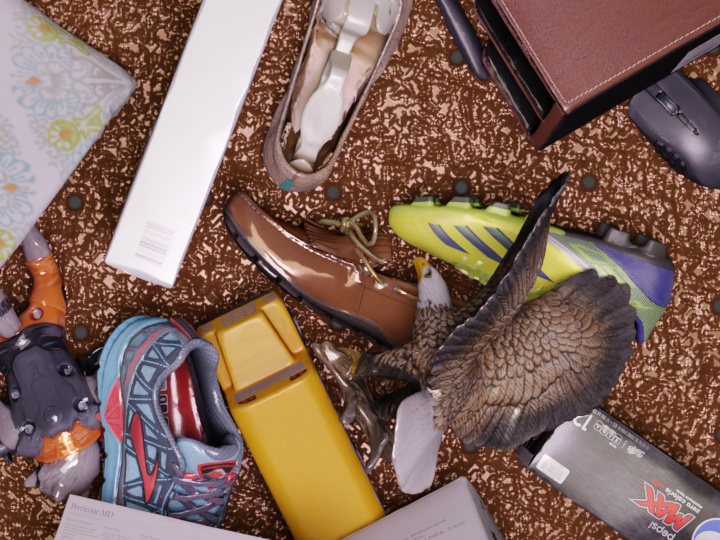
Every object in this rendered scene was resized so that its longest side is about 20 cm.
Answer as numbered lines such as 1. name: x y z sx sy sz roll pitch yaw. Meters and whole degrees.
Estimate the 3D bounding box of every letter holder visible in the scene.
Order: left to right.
1. letter holder: 0.170 -0.196 1.644 0.199 0.101 0.143 -30 84 -11

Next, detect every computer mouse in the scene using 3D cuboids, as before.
1. computer mouse: 0.189 -0.134 1.697 0.200 0.034 0.059 45 92 -4

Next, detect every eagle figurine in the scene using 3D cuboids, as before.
1. eagle figurine: 0.075 0.042 1.600 0.199 0.152 0.152 -23 89 7

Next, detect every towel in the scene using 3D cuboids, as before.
1. towel: -0.265 -0.101 1.632 0.171 0.048 0.200 36 59 -6

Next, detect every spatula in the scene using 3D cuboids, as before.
1. spatula: 0.047 -0.220 1.684 0.020 0.057 0.201 -15 103 26

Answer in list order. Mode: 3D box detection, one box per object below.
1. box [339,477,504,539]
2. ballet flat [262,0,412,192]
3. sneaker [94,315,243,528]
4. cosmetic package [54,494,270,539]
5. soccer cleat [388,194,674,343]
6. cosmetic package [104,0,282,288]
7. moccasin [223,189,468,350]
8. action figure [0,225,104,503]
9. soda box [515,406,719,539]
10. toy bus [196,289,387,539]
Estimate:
1. box: 0.034 0.279 1.631 0.199 0.131 0.199 -28 118 4
2. ballet flat: -0.009 -0.145 1.670 0.068 0.067 0.201 18 92 -4
3. sneaker: -0.119 0.131 1.618 0.079 0.095 0.201 -13 99 -39
4. cosmetic package: -0.099 0.202 1.550 0.199 0.051 0.083 11 72 23
5. soccer cleat: 0.113 -0.001 1.687 0.199 0.065 0.084 13 95 -4
6. cosmetic package: -0.107 -0.094 1.628 0.051 0.151 0.201 21 92 -2
7. moccasin: 0.000 0.000 1.676 0.201 0.074 0.078 30 92 -5
8. action figure: -0.242 0.074 1.659 0.199 0.105 0.194 -31 85 -4
9. soda box: 0.205 0.160 1.698 0.200 0.071 0.063 35 90 -5
10. toy bus: -0.039 0.117 1.670 0.065 0.078 0.201 -25 111 0
